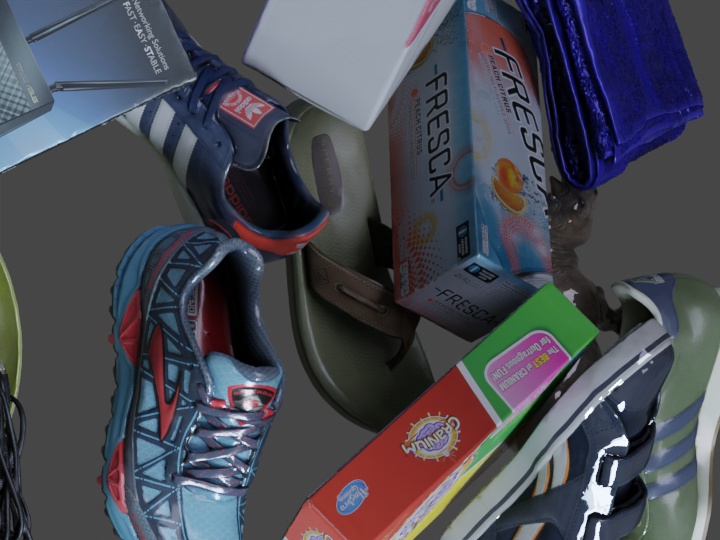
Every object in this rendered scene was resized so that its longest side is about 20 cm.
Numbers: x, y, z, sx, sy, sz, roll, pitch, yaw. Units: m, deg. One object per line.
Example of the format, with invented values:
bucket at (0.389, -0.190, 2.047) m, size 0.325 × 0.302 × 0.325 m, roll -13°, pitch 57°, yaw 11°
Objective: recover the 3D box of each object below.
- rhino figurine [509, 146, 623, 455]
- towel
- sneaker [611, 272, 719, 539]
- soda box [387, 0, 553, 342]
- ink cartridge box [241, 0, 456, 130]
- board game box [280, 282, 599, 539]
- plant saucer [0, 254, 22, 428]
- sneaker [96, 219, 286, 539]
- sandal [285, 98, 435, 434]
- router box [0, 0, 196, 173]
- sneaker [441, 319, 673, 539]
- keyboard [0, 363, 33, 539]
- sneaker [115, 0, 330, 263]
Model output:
rhino figurine at (0.121, 0.025, 1.635) m, size 0.087 × 0.060 × 0.201 m, roll 1°, pitch 87°, yaw -39°
towel at (0.152, -0.135, 1.641) m, size 0.200 × 0.049 × 0.148 m, roll -29°, pitch 105°, yaw -66°
sneaker at (0.160, 0.096, 1.596) m, size 0.090 × 0.067 × 0.201 m, roll 16°, pitch 87°, yaw -26°
soda box at (0.060, -0.065, 1.554) m, size 0.064 × 0.068 × 0.200 m, roll 27°, pitch 47°, yaw -36°
ink cartridge box at (0.030, -0.194, 1.482) m, size 0.085 × 0.146 × 0.200 m, roll 30°, pitch 47°, yaw 1°
board game box at (0.030, 0.108, 1.485) m, size 0.040 × 0.153 × 0.200 m, roll 44°, pitch 59°, yaw 9°
plant saucer at (-0.258, 0.036, 1.342) m, size 0.200 × 0.031 × 0.201 m, roll 7°, pitch 79°, yaw -39°
sneaker at (-0.084, 0.072, 1.438) m, size 0.079 × 0.095 × 0.201 m, roll -1°, pitch 85°, yaw -39°
sandal at (-0.001, -0.001, 1.540) m, size 0.080 × 0.057 × 0.201 m, roll -24°, pitch 103°, yaw -39°
router box at (-0.187, -0.149, 1.319) m, size 0.150 × 0.062 × 0.200 m, roll -27°, pitch 102°, yaw -6°
sneaker at (0.128, 0.113, 1.525) m, size 0.079 × 0.200 × 0.078 m, roll 45°, pitch 39°, yaw 12°
keyboard at (-0.204, 0.082, 1.336) m, size 0.104 × 0.040 × 0.201 m, roll -5°, pitch 88°, yaw -40°
sneaker at (-0.083, -0.091, 1.468) m, size 0.075 × 0.084 × 0.200 m, roll -49°, pitch 114°, yaw -33°
